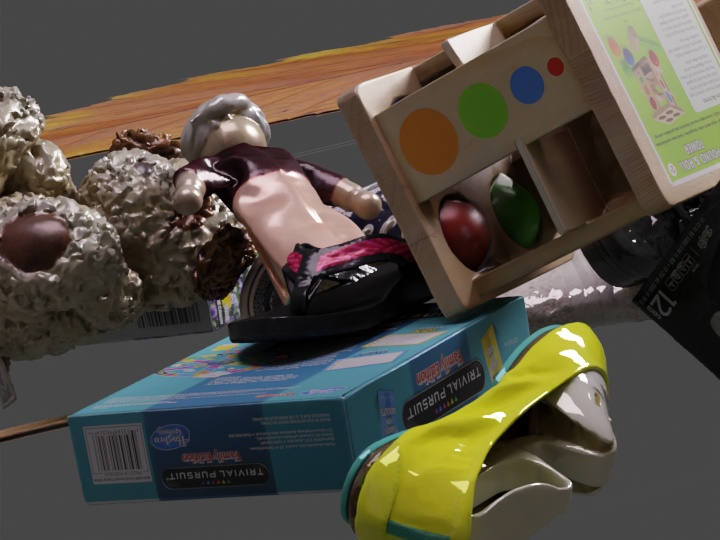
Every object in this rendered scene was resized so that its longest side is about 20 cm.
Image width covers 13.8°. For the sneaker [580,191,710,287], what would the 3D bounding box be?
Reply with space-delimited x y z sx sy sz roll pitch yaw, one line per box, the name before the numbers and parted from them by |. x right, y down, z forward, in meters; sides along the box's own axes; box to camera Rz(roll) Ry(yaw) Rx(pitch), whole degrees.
sneaker | 0.200 -0.061 1.609 0.104 0.060 0.200 -37 -3 40

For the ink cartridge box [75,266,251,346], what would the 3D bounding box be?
ink cartridge box | -0.099 0.000 1.902 0.109 0.050 0.200 -6 9 25

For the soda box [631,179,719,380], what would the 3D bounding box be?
soda box | 0.217 -0.044 1.423 0.063 0.200 0.071 42 30 16

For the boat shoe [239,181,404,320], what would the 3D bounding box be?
boat shoe | 0.026 -0.018 1.684 0.200 0.075 0.093 -33 11 -10

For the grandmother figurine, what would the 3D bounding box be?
grandmother figurine | -0.051 -0.038 1.651 0.121 0.061 0.200 12 24 -31

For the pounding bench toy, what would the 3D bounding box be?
pounding bench toy | 0.108 -0.075 1.508 0.156 0.124 0.200 -28 -3 33

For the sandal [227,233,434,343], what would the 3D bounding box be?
sandal | 0.000 0.000 1.513 0.075 0.045 0.200 -2 12 38

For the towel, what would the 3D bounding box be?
towel | 0.137 0.000 1.697 0.132 0.035 0.200 -10 10 2

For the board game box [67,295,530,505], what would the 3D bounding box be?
board game box | -0.024 0.062 1.454 0.151 0.047 0.200 -5 10 29

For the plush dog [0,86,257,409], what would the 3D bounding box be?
plush dog | -0.146 -0.013 1.728 0.172 0.161 0.200 -13 36 -17

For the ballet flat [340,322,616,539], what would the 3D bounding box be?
ballet flat | 0.068 0.078 1.256 0.067 0.067 0.200 20 26 27
